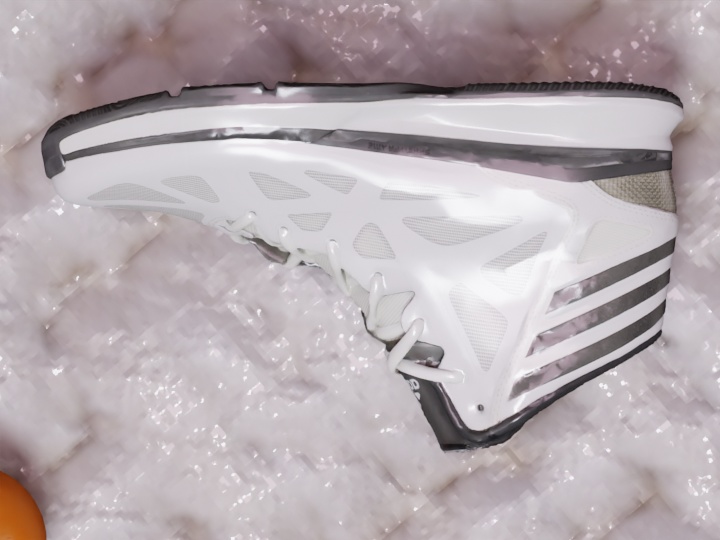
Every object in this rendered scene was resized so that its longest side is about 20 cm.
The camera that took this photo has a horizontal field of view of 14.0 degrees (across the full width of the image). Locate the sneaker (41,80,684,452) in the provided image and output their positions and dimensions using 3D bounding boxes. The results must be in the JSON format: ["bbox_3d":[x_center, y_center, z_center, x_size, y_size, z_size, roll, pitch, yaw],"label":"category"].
[{"bbox_3d":[0.000,0.000,0.908,0.200,0.076,0.115,0,91,3],"label":"sneaker"}]

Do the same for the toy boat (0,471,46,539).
[{"bbox_3d":[-0.161,0.100,0.921,0.131,0.131,0.200,-15,91,-23],"label":"toy boat"}]
